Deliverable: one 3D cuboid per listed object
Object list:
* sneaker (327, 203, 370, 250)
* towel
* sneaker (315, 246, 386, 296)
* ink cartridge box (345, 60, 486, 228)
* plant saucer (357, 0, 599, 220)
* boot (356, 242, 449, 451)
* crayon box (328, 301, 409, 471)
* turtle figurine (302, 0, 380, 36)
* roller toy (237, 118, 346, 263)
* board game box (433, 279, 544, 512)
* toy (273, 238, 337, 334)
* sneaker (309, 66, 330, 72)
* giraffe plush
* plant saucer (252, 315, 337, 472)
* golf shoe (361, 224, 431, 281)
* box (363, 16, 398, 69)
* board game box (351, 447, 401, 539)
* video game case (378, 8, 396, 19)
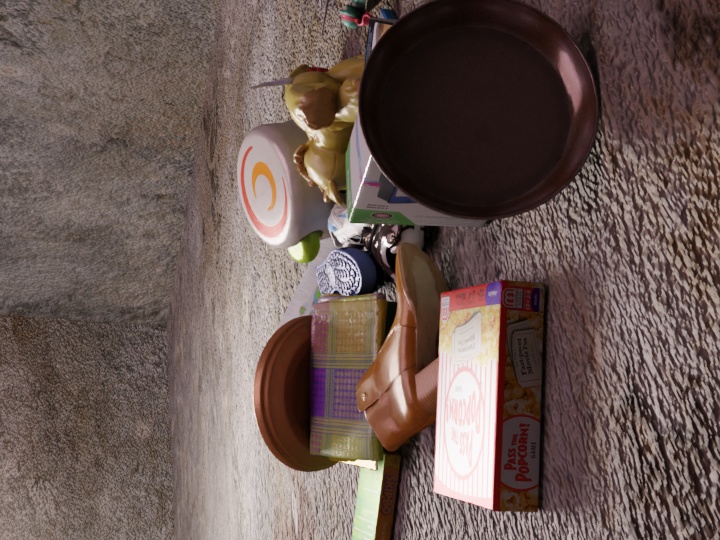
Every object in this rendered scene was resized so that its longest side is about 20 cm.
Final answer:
[{"bbox_3d":[0.004,-0.058,1.400,0.200,0.071,0.073,-174,87,-77],"label":"sneaker"},{"bbox_3d":[-0.015,0.124,1.273,0.143,0.023,0.201,-7,80,53],"label":"towel"},{"bbox_3d":[0.000,0.000,1.369,0.200,0.077,0.071,168,87,-74],"label":"sneaker"},{"bbox_3d":[0.068,-0.113,1.003,0.200,0.144,0.088,113,157,-70],"label":"ink cartridge box"},{"bbox_3d":[0.097,-0.134,0.885,0.032,0.199,0.201,92,178,-74],"label":"plant saucer"},{"bbox_3d":[0.040,0.084,1.172,0.144,0.071,0.202,-43,48,36],"label":"boot"},{"bbox_3d":[0.012,0.139,1.306,0.127,0.051,0.201,-3,82,61],"label":"crayon box"},{"bbox_3d":[-0.008,-0.418,1.485,0.150,0.100,0.201,-135,63,-71],"label":"turtle figurine"},{"bbox_3d":[-0.083,-0.134,1.552,0.182,0.139,0.201,46,138,38],"label":"roller toy"},{"bbox_3d":[0.118,0.116,0.993,0.151,0.046,0.201,159,114,-73],"label":"board game box"},{"bbox_3d":[-0.059,0.043,1.589,0.201,0.047,0.115,-60,29,-3],"label":"toy"},{"bbox_3d":[-0.064,-0.247,1.677,0.201,0.079,0.096,-103,21,-47],"label":"sneaker"},{"bbox_3d":[-0.029,-0.174,1.359,0.173,0.199,0.163,-52,-46,-54],"label":"giraffe plush"},{"bbox_3d":[-0.052,0.157,1.361,0.037,0.199,0.202,-5,79,44],"label":"plant saucer"},{"bbox_3d":[0.059,-0.073,1.228,0.201,0.077,0.095,101,154,-45],"label":"golf shoe"},{"bbox_3d":[0.085,-0.219,1.084,0.200,0.116,0.061,-134,48,-67],"label":"box"},{"bbox_3d":[0.015,0.313,1.335,0.096,0.030,0.201,-148,67,-73],"label":"board game box"},{"bbox_3d":[0.038,-0.247,1.427,0.200,0.018,0.144,-107,27,-53],"label":"video game case"}]
